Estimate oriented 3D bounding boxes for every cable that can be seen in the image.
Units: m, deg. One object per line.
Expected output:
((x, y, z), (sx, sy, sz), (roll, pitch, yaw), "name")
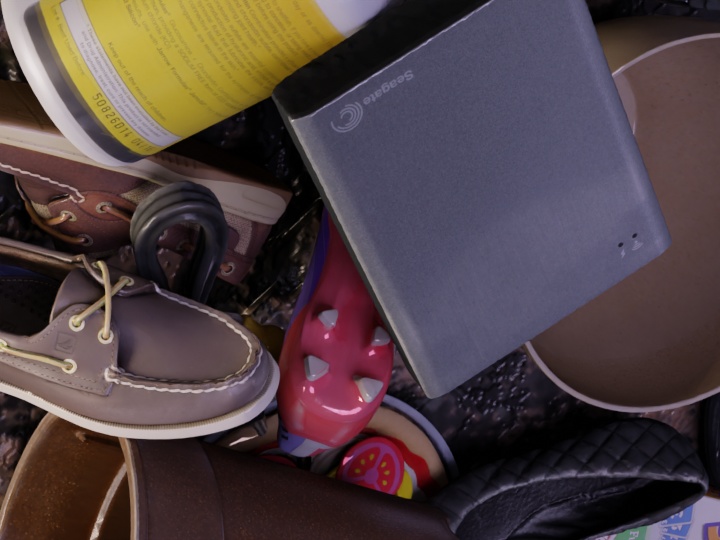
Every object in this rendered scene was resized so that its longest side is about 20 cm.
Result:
((-0.086, 0.023, 1.342), (0.097, 0.050, 0.200), (-17, 138, 6), "cable")

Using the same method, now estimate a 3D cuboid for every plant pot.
((0.131, -0.047, 1.397), (0.200, 0.134, 0.201), (-12, 119, -23), "plant pot")
((-0.063, 0.174, 1.346), (0.198, 0.200, 0.201), (13, 106, -26), "plant pot")

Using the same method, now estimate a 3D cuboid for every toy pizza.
((-0.029, 0.156, 1.471), (0.200, 0.032, 0.201), (-12, 118, -23), "toy pizza")

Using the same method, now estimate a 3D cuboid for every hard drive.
((0.054, -0.046, 1.230), (0.139, 0.033, 0.200), (-32, 136, -5), "hard drive")

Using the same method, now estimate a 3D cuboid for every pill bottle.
((-0.050, -0.134, 1.207), (0.200, 0.112, 0.112), (-25, 127, 17), "pill bottle")

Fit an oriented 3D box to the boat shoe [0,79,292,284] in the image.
((-0.126, -0.036, 1.306), (0.200, 0.072, 0.072), (15, 105, -40), "boat shoe")

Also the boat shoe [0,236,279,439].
((-0.135, 0.024, 1.264), (0.060, 0.199, 0.072), (83, 25, -50), "boat shoe")

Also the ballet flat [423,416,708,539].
((0.095, 0.133, 1.483), (0.200, 0.057, 0.067), (-25, 122, -16), "ballet flat")

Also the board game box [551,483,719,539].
((0.173, 0.167, 1.589), (0.200, 0.030, 0.096), (15, 105, -35), "board game box")

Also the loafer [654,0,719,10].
((0.227, -0.172, 1.433), (0.199, 0.063, 0.072), (-9, 116, -25), "loafer")

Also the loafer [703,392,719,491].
((0.247, 0.044, 1.542), (0.068, 0.070, 0.201), (6, 110, -30), "loafer")

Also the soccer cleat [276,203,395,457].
((0.000, 0.000, 1.361), (0.067, 0.076, 0.200), (23, 57, -11), "soccer cleat")

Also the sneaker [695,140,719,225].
((0.207, -0.024, 1.481), (0.074, 0.082, 0.201), (-1, 113, -27), "sneaker")
